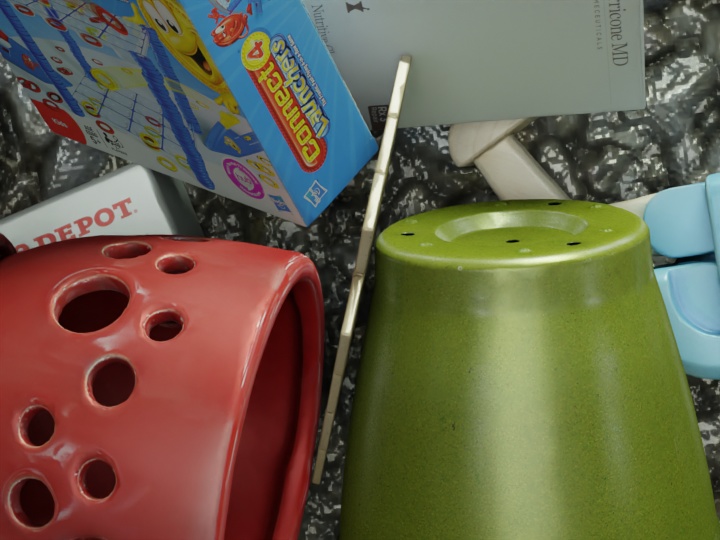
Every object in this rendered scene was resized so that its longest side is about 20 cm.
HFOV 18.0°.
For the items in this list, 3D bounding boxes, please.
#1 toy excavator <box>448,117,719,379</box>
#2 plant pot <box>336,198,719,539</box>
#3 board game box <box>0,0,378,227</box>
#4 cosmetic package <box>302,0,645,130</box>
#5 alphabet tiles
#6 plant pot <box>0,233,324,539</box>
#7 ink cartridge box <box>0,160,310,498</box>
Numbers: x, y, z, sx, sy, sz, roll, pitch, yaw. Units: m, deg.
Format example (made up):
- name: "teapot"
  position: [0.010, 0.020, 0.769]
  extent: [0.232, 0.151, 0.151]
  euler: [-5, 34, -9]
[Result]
- name: "toy excavator"
  position: [0.154, -0.012, 1.149]
  extent: [0.199, 0.100, 0.196]
  euler: [-10, 91, 13]
- name: "plant pot"
  position: [0.076, 0.071, 1.084]
  extent: [0.199, 0.200, 0.194]
  euler: [-3, 103, 4]
- name: "board game box"
  position: [-0.111, -0.129, 1.051]
  extent: [0.056, 0.200, 0.196]
  euler: [-49, 134, -21]
- name: "cosmetic package"
  position: [0.039, -0.134, 1.113]
  extent: [0.199, 0.113, 0.081]
  euler: [-4, 56, 9]
- name: "alphabet tiles"
  position: [0.000, 0.000, 1.092]
  extent: [0.006, 0.200, 0.167]
  euler: [12, 55, 1]
- name: "plant pot"
  position: [-0.123, 0.075, 1.033]
  extent: [0.182, 0.200, 0.201]
  euler: [12, 94, 9]
- name: "ink cartridge box"
  position: [-0.131, 0.057, 1.172]
  extent: [0.146, 0.083, 0.201]
  euler: [-23, 91, 4]
